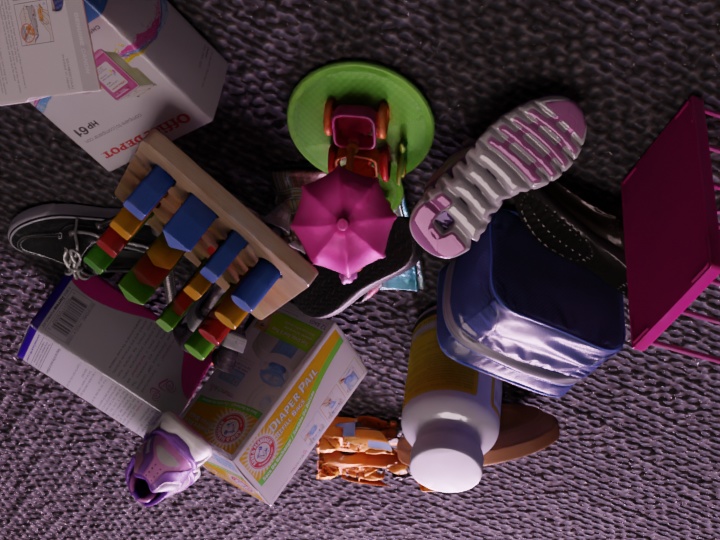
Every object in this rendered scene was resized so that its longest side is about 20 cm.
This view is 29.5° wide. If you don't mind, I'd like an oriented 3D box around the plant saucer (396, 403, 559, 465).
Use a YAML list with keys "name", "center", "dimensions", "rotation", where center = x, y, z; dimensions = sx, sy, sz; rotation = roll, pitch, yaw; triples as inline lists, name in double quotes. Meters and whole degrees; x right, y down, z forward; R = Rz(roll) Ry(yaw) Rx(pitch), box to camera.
- name: "plant saucer"
  center: [0.140, 0.195, 1.647]
  dimensions: [0.197, 0.200, 0.033]
  rotation: [-7, 96, 19]

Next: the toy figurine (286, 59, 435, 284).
- name: "toy figurine"
  center: [-0.011, -0.063, 1.302]
  dimensions: [0.148, 0.186, 0.202]
  rotation: [5, 136, 7]

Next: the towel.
- name: "towel"
  center: [-0.013, -0.043, 1.479]
  dimensions: [0.144, 0.022, 0.201]
  rotation: [-1, 141, 11]

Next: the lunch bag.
- name: "lunch bag"
  center: [0.182, 0.043, 1.456]
  dimensions: [0.198, 0.137, 0.132]
  rotation: [23, 140, -20]

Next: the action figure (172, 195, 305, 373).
- name: "action figure"
  center: [-0.126, 0.005, 1.456]
  dimensions: [0.129, 0.070, 0.201]
  rotation: [27, 106, -16]

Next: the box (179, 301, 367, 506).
- name: "box"
  center: [-0.102, 0.148, 1.568]
  dimensions: [0.112, 0.201, 0.102]
  rotation: [21, 156, 39]

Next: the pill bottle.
- name: "pill bottle"
  center: [0.104, 0.143, 1.539]
  dimensions: [0.110, 0.202, 0.113]
  rotation: [5, 137, 5]

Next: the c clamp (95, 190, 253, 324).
- name: "c clamp"
  center: [-0.189, -0.011, 1.482]
  dimensions: [0.169, 0.027, 0.202]
  rotation: [-25, 134, -18]

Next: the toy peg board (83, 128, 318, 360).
- name: "toy peg board"
  center: [-0.166, -0.009, 1.302]
  dimensions: [0.199, 0.098, 0.199]
  rotation: [40, 160, -7]

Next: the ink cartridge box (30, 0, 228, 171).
- name: "ink cartridge box"
  center: [-0.242, -0.202, 1.271]
  dimensions: [0.143, 0.086, 0.200]
  rotation: [-20, 135, 31]

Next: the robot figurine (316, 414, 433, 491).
- name: "robot figurine"
  center: [0.040, 0.244, 1.798]
  dimensions: [0.197, 0.059, 0.146]
  rotation: [6, 143, 4]

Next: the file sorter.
- name: "file sorter"
  center: [0.337, -0.031, 1.285]
  dimensions: [0.124, 0.202, 0.139]
  rotation: [15, 142, -14]

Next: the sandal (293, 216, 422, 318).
- name: "sandal"
  center: [0.000, 0.000, 1.459]
  dimensions: [0.199, 0.076, 0.045]
  rotation: [-24, 162, 40]

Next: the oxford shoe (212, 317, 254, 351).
- name: "oxford shoe"
  center: [-0.128, 0.111, 1.656]
  dimensions: [0.072, 0.072, 0.200]
  rotation: [-19, 134, 25]

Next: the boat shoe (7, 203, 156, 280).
- name: "boat shoe"
  center: [-0.302, -0.024, 1.517]
  dimensions: [0.196, 0.069, 0.074]
  rotation: [4, 142, 5]

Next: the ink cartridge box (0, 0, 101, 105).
- name: "ink cartridge box"
  center: [-0.292, -0.244, 1.150]
  dimensions: [0.174, 0.045, 0.203]
  rotation: [-2, 105, 29]

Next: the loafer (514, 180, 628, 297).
- name: "loafer"
  center: [0.245, -0.041, 1.402]
  dimensions: [0.199, 0.072, 0.073]
  rotation: [35, 157, -10]

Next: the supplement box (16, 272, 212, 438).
- name: "supplement box"
  center: [-0.285, 0.099, 1.595]
  dimensions: [0.199, 0.102, 0.103]
  rotation: [34, 147, -5]

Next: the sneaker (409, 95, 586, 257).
- name: "sneaker"
  center: [0.129, -0.103, 1.325]
  dimensions: [0.200, 0.089, 0.081]
  rotation: [-40, 106, 18]

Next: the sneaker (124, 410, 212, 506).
- name: "sneaker"
  center: [-0.226, 0.222, 1.521]
  dimensions: [0.080, 0.089, 0.200]
  rotation: [38, 158, 1]
